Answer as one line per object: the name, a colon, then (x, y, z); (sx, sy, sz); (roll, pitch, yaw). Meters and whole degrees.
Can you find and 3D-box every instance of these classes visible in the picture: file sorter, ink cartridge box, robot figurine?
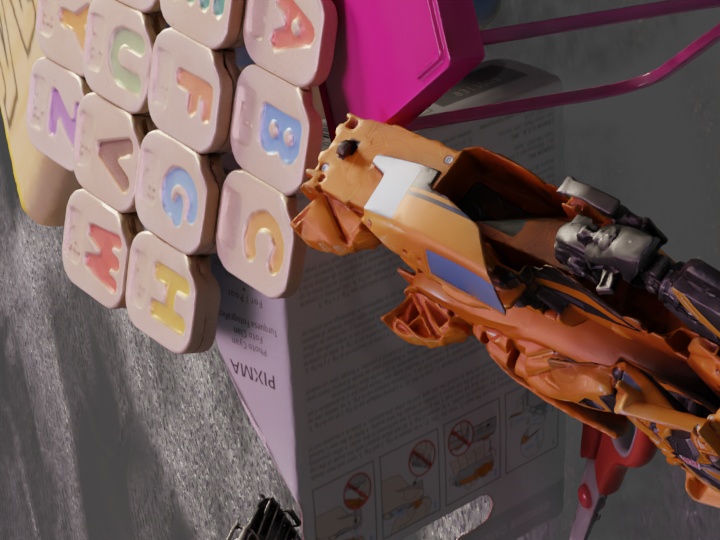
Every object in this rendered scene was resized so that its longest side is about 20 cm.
file sorter: (0.044, -0.158, 0.924); (0.139, 0.125, 0.200); (144, 114, -71)
ink cartridge box: (0.016, 0.031, 1.073); (0.047, 0.160, 0.200); (20, 122, 41)
robot figurine: (0.077, 0.019, 0.869); (0.200, 0.058, 0.145); (28, 169, 40)

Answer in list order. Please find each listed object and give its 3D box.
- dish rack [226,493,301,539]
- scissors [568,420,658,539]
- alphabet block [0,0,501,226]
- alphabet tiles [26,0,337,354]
dish rack: (-0.057, 0.218, 1.432); (0.200, 0.054, 0.154); (63, -142, -51)
scissors: (0.098, 0.089, 1.090); (0.073, 0.014, 0.200); (-121, 28, -48)
alphabet block: (-0.068, -0.151, 1.206); (0.200, 0.195, 0.197); (126, 133, -67)
alphabet tiles: (-0.075, -0.075, 1.003); (0.196, 0.015, 0.200); (31, 120, 47)
